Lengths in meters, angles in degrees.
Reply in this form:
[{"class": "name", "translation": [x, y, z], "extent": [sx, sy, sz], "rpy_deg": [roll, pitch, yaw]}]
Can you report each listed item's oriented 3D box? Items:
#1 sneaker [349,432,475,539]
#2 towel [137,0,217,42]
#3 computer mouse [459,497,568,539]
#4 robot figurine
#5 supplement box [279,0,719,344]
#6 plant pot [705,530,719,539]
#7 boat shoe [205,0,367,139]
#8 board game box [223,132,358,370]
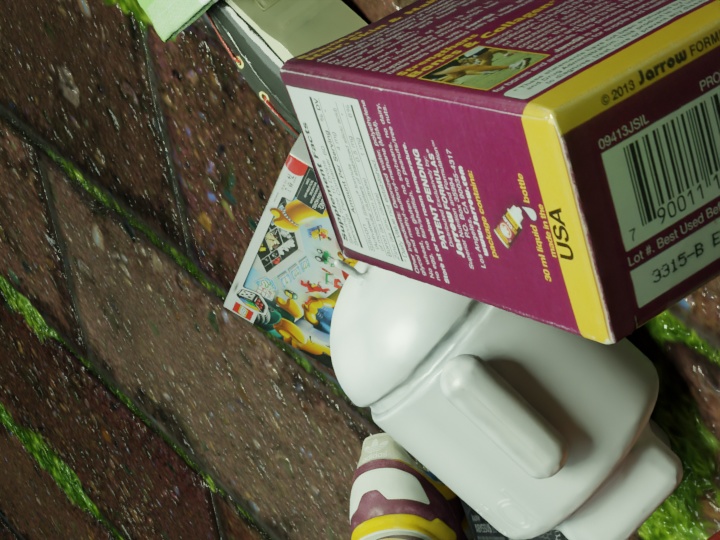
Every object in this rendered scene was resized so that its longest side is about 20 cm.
[{"class": "sneaker", "translation": [0.052, 0.174, 1.165], "extent": [0.200, 0.074, 0.091], "rpy_deg": [56, -153, -51]}, {"class": "towel", "translation": [-0.071, -0.226, 0.947], "extent": [0.199, 0.031, 0.150], "rpy_deg": [-33, 83, 41]}, {"class": "computer mouse", "translation": [0.101, 0.150, 1.077], "extent": [0.138, 0.052, 0.202], "rpy_deg": [170, 82, -74]}, {"class": "robot figurine", "translation": [0.066, 0.051, 0.926], "extent": [0.200, 0.113, 0.170], "rpy_deg": [42, -175, -6]}, {"class": "supplement box", "translation": [0.078, -0.058, 0.807], "extent": [0.199, 0.130, 0.104], "rpy_deg": [20, 133, 56]}, {"class": "plant pot", "translation": [0.184, 0.201, 0.830], "extent": [0.201, 0.199, 0.176], "rpy_deg": [60, 167, 1]}, {"class": "boat shoe", "translation": [-0.059, -0.151, 1.034], "extent": [0.202, 0.073, 0.063], "rpy_deg": [52, 146, 9]}, {"class": "board game box", "translation": [0.000, 0.000, 1.068], "extent": [0.125, 0.035, 0.200], "rpy_deg": [30, 151, 0]}]
